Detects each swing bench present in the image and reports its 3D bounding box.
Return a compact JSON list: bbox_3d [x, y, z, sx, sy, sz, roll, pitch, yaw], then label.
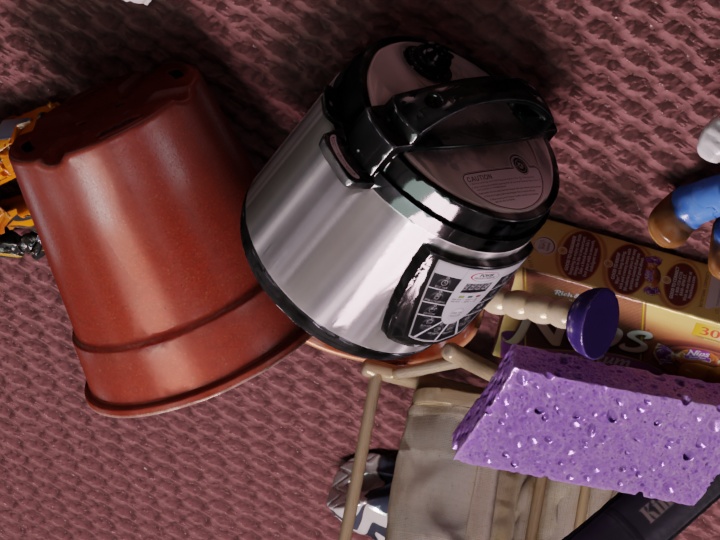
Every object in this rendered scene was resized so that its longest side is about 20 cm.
[{"bbox_3d":[0.097,0.183,1.872,0.200,0.199,0.130,21,162,-28],"label":"swing bench"}]

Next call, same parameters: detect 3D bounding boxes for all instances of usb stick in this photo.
[{"bbox_3d":[0.229,0.178,1.848,0.055,0.200,0.033,44,151,18],"label":"usb stick"}]

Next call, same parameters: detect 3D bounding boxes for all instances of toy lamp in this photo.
[{"bbox_3d":[0.088,0.019,1.735,0.200,0.058,0.058,15,148,34],"label":"toy lamp"}]

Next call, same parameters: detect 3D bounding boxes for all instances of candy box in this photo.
[{"bbox_3d":[0.206,0.037,1.790,0.200,0.057,0.117,15,143,2],"label":"candy box"}]

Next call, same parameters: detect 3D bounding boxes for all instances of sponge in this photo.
[{"bbox_3d":[0.179,0.114,1.771,0.200,0.030,0.112,12,135,-17],"label":"sponge"}]

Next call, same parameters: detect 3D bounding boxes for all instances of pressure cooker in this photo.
[{"bbox_3d":[0.033,-0.059,1.624,0.179,0.176,0.200,31,126,-14],"label":"pressure cooker"}]

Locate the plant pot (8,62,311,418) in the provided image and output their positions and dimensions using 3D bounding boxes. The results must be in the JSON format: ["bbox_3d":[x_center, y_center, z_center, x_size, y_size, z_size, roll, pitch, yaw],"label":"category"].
[{"bbox_3d":[-0.145,-0.031,1.729,0.201,0.201,0.195,-10,114,33],"label":"plant pot"}]

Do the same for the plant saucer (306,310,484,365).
[{"bbox_3d":[0.000,0.000,1.850,0.200,0.032,0.200,11,144,8],"label":"plant saucer"}]

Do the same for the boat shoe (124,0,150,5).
[{"bbox_3d":[-0.094,-0.225,1.562,0.069,0.071,0.200,31,141,-14],"label":"boat shoe"}]

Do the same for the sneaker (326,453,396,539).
[{"bbox_3d":[0.080,0.210,2.051,0.199,0.080,0.130,-16,133,38],"label":"sneaker"}]

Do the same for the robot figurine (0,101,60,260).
[{"bbox_3d":[-0.271,-0.060,1.866,0.200,0.058,0.145,-20,128,40],"label":"robot figurine"}]

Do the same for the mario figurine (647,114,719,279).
[{"bbox_3d":[0.268,-0.044,1.608,0.123,0.106,0.200,-6,162,-26],"label":"mario figurine"}]
